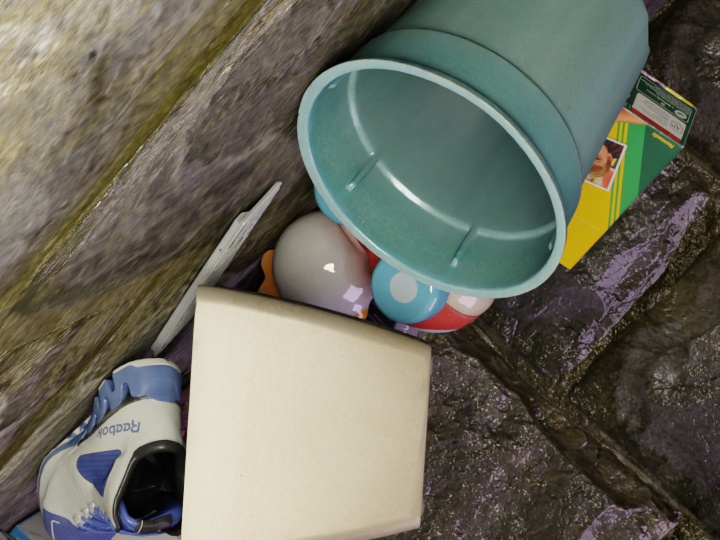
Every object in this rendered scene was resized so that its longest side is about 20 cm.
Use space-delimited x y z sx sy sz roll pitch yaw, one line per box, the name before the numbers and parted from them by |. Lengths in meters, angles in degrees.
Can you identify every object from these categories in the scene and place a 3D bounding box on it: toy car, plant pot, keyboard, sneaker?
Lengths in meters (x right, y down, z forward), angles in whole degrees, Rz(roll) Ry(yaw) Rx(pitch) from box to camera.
toy car | 0.000 0.000 1.709 0.200 0.178 0.184 -35 170 27
plant pot | -0.036 0.116 1.545 0.200 0.176 0.202 45 48 -89
plant pot | 0.091 -0.120 1.368 0.196 0.200 0.200 -53 180 -35
keyboard | -0.112 0.001 1.557 0.056 0.011 0.200 -43 174 -41
sneaker | -0.189 0.173 1.569 0.080 0.116 0.200 9 134 -29

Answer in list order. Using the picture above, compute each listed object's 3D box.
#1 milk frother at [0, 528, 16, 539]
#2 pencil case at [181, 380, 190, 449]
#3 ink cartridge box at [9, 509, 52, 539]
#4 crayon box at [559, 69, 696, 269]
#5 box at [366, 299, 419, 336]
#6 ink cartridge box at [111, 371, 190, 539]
milk frother | -0.326 0.282 1.400 0.188 0.181 0.200 -48 132 12
pencil case | -0.103 0.113 1.703 0.199 0.083 0.087 -21 -144 18
ink cartridge box | -0.329 0.309 1.836 0.200 0.067 0.116 -48 176 13
crayon box | 0.134 -0.116 1.597 0.173 0.199 0.058 -52 -172 45
box | 0.013 0.018 1.859 0.143 0.036 0.201 44 -65 53
ink cartridge box | -0.166 0.193 1.864 0.084 0.146 0.200 -47 175 22
